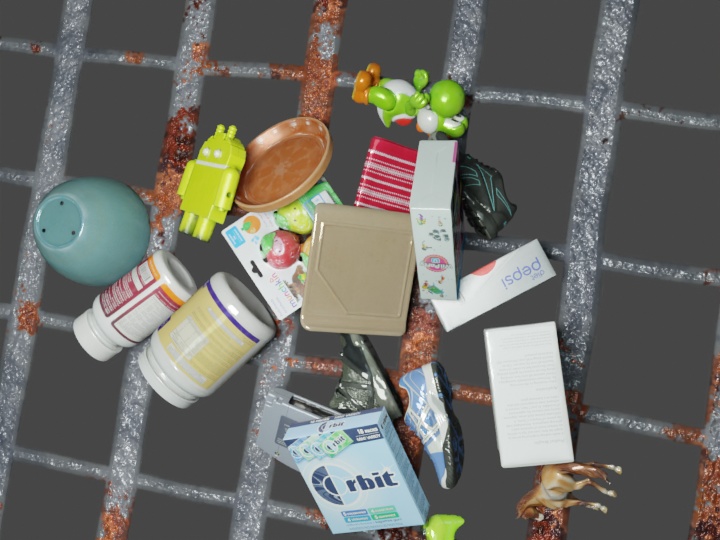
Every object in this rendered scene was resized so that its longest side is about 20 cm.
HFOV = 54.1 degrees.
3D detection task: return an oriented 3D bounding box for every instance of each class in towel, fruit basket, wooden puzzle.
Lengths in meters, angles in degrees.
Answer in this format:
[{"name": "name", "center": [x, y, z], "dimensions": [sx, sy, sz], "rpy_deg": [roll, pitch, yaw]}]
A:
[{"name": "towel", "center": [0.058, -0.108, 1.171], "dimensions": [0.143, 0.022, 0.202], "rpy_deg": [15, 88, -24]}, {"name": "fruit basket", "center": [-0.104, -0.049, 1.182], "dimensions": [0.199, 0.094, 0.186], "rpy_deg": [-33, 81, -13]}, {"name": "wooden puzzle", "center": [0.000, 0.000, 1.137], "dimensions": [0.183, 0.037, 0.203], "rpy_deg": [5, 96, -21]}]

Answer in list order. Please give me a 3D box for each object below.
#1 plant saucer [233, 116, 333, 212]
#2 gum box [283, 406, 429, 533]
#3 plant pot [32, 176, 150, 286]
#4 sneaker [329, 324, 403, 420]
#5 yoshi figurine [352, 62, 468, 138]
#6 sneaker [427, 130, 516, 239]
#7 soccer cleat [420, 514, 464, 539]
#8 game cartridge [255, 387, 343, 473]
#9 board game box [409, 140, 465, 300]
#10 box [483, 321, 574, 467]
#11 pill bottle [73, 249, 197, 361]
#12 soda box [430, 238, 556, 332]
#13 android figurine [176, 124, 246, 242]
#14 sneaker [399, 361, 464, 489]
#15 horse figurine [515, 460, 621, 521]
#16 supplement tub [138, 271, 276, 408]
[{"name": "plant saucer", "center": [-0.134, -0.177, 1.194], "dimensions": [0.198, 0.032, 0.202], "rpy_deg": [-17, 47, 19]}, {"name": "gum box", "center": [-0.005, 0.320, 1.112], "dimensions": [0.168, 0.045, 0.202], "rpy_deg": [-14, 111, 24]}, {"name": "plant pot", "center": [-0.492, -0.075, 1.239], "dimensions": [0.197, 0.135, 0.203], "rpy_deg": [-1, 86, 9]}, {"name": "sneaker", "center": [-0.019, 0.171, 1.172], "dimensions": [0.113, 0.076, 0.201], "rpy_deg": [-26, 82, 7]}, {"name": "yoshi figurine", "center": [0.094, -0.295, 1.176], "dimensions": [0.198, 0.112, 0.113], "rpy_deg": [24, 83, 7]}, {"name": "sneaker", "center": [0.182, -0.150, 1.160], "dimensions": [0.079, 0.075, 0.201], "rpy_deg": [-37, 103, -7]}, {"name": "soccer cleat", "center": [0.145, 0.495, 1.131], "dimensions": [0.080, 0.068, 0.203], "rpy_deg": [-5, 85, -4]}, {"name": "game cartridge", "center": [-0.072, 0.282, 1.162], "dimensions": [0.198, 0.042, 0.134], "rpy_deg": [21, 126, 7]}, {"name": "board game box", "center": [0.121, -0.074, 1.081], "dimensions": [0.063, 0.201, 0.149], "rpy_deg": [2, 50, 13]}, {"name": "box", "center": [0.255, 0.185, 1.088], "dimensions": [0.105, 0.152, 0.203], "rpy_deg": [-7, 85, 8]}, {"name": "pill bottle", "center": [-0.391, 0.063, 1.225], "dimensions": [0.199, 0.110, 0.110], "rpy_deg": [-36, 81, 5]}, {"name": "soda box", "center": [0.214, 0.026, 1.152], "dimensions": [0.198, 0.063, 0.069], "rpy_deg": [-28, 82, 6]}, {"name": "android figurine", "center": [-0.257, -0.153, 1.211], "dimensions": [0.181, 0.041, 0.202], "rpy_deg": [21, 93, 52]}, {"name": "sneaker", "center": [0.118, 0.255, 1.154], "dimensions": [0.076, 0.076, 0.202], "rpy_deg": [-16, 78, 21]}, {"name": "horse figurine", "center": [0.317, 0.331, 1.073], "dimensions": [0.131, 0.201, 0.050], "rpy_deg": [8, 51, 7]}, {"name": "supplement tub", "center": [-0.257, 0.118, 1.181], "dimensions": [0.200, 0.145, 0.146], "rpy_deg": [-42, 81, 4]}]
